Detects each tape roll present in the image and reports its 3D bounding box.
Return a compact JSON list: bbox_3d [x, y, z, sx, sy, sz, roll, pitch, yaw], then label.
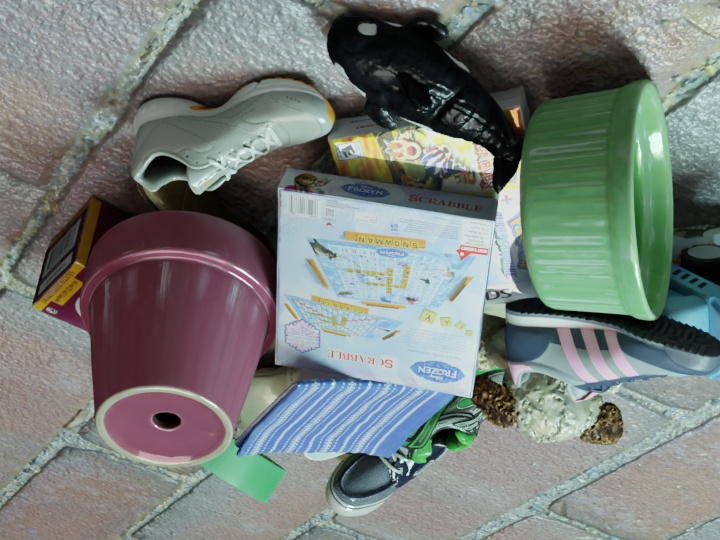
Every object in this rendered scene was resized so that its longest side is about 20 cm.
[{"bbox_3d":[-0.185,0.208,1.530,0.199,0.049,0.200,32,173,5],"label":"tape roll"}]

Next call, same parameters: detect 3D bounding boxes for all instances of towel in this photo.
[{"bbox_3d":[-0.013,0.152,1.278,0.198,0.024,0.145,5,145,-35],"label":"towel"}]

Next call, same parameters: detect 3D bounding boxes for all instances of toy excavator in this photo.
[{"bbox_3d":[0.257,0.045,1.164,0.197,0.194,0.101,-14,113,-21],"label":"toy excavator"}]

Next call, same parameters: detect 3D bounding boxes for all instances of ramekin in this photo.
[{"bbox_3d":[0.204,-0.058,1.080,0.096,0.202,0.201,-1,144,23],"label":"ramekin"}]

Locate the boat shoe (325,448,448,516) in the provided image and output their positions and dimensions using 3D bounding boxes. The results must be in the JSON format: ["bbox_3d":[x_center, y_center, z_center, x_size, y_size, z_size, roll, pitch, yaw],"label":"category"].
[{"bbox_3d":[0.044,0.214,1.509,0.075,0.199,0.093,46,139,17],"label":"boat shoe"}]

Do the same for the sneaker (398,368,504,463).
[{"bbox_3d":[0.115,0.161,1.429,0.198,0.086,0.078,-23,155,-28],"label":"sneaker"}]

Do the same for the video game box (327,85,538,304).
[{"bbox_3d":[0.082,-0.057,1.166,0.180,0.047,0.202,-9,120,15],"label":"video game box"}]

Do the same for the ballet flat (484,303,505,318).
[{"bbox_3d":[0.132,0.012,1.268,0.197,0.070,0.070,-4,144,26],"label":"ballet flat"}]

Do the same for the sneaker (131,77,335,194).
[{"bbox_3d":[-0.117,-0.110,1.140,0.197,0.093,0.076,-8,143,18],"label":"sneaker"}]

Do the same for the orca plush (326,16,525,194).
[{"bbox_3d":[0.053,-0.135,1.054,0.105,0.071,0.200,-36,106,27],"label":"orca plush"}]

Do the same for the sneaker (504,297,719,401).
[{"bbox_3d":[0.219,0.078,1.104,0.198,0.070,0.083,11,108,33],"label":"sneaker"}]

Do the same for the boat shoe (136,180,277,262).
[{"bbox_3d":[-0.166,-0.039,1.267,0.071,0.073,0.200,-18,144,28],"label":"boat shoe"}]

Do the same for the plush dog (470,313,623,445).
[{"bbox_3d":[0.201,0.098,1.305,0.197,0.174,0.161,11,144,-5],"label":"plush dog"}]

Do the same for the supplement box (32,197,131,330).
[{"bbox_3d":[-0.231,0.022,1.343,0.198,0.087,0.110,27,139,-26],"label":"supplement box"}]

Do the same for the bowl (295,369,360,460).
[{"bbox_3d":[-0.004,0.111,1.393,0.200,0.091,0.202,-32,157,-15],"label":"bowl"}]

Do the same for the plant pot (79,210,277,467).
[{"bbox_3d":[-0.176,0.076,1.196,0.197,0.181,0.201,1,139,1],"label":"plant pot"}]

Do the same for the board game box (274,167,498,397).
[{"bbox_3d":[0.020,0.014,1.173,0.197,0.041,0.202,10,124,7],"label":"board game box"}]

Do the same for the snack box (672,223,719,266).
[{"bbox_3d":[0.329,0.016,1.230,0.197,0.037,0.118,-7,109,10],"label":"snack box"}]

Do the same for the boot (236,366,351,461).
[{"bbox_3d":[-0.086,0.177,1.544,0.153,0.074,0.201,-6,144,18],"label":"boot"}]
